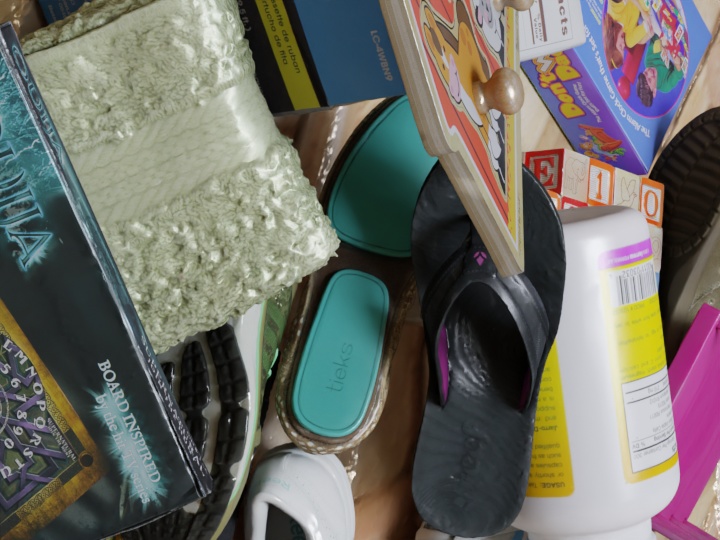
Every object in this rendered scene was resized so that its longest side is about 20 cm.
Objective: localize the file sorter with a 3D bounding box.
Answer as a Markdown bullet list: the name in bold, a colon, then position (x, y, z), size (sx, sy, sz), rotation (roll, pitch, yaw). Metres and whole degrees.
- **file sorter**: position (0.259, 0.126, 0.978), size (0.139, 0.125, 0.200), rotation (-62, 154, 1)

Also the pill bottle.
- **pill bottle**: position (0.113, 0.070, 0.818), size (0.104, 0.104, 0.200), rotation (-14, 99, -47)

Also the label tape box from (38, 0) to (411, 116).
- **label tape box**: position (-0.059, -0.140, 0.655), size (0.066, 0.200, 0.143), rotation (-37, 115, -44)

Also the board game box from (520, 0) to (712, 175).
- **board game box**: position (0.149, -0.178, 0.998), size (0.200, 0.045, 0.135), rotation (52, 54, -33)

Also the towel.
- **towel**: position (-0.121, -0.023, 0.621), size (0.200, 0.036, 0.149), rotation (-25, 105, -2)

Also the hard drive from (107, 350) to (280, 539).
- **hard drive**: position (-0.118, 0.107, 0.703), size (0.140, 0.038, 0.200), rotation (30, 68, -43)

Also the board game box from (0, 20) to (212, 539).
- **board game box**: position (-0.157, 0.022, 0.593), size (0.028, 0.135, 0.200), rotation (-101, 169, -77)

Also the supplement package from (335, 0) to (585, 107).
- **supplement package**: position (0.008, -0.152, 0.790), size (0.200, 0.117, 0.118), rotation (-20, 104, -46)

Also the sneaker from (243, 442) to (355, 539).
- **sneaker**: position (-0.023, 0.190, 0.760), size (0.088, 0.075, 0.200), rotation (-38, 111, -78)

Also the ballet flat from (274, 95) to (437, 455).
- **ballet flat**: position (0.000, 0.000, 0.787), size (0.070, 0.065, 0.200), rotation (23, 72, -4)

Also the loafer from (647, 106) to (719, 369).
- **loafer**: position (0.223, -0.013, 1.014), size (0.067, 0.076, 0.200), rotation (4, 116, -33)

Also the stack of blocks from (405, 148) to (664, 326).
- **stack of blocks**: position (0.105, -0.014, 0.934), size (0.200, 0.059, 0.115), rotation (12, 80, -47)

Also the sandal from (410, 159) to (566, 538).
- **sandal**: position (0.061, 0.039, 0.741), size (0.048, 0.075, 0.201), rotation (-81, 171, -75)

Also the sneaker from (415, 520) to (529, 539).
- **sneaker**: position (0.063, 0.146, 0.880), size (0.200, 0.076, 0.081), rotation (-39, 109, -49)

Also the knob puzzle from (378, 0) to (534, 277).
- **knob puzzle**: position (0.043, -0.126, 0.643), size (0.220, 0.030, 0.220), rotation (-11, 90, -71)

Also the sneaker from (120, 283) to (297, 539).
- **sneaker**: position (-0.057, 0.037, 0.701), size (0.089, 0.077, 0.200), rotation (27, 73, -62)
